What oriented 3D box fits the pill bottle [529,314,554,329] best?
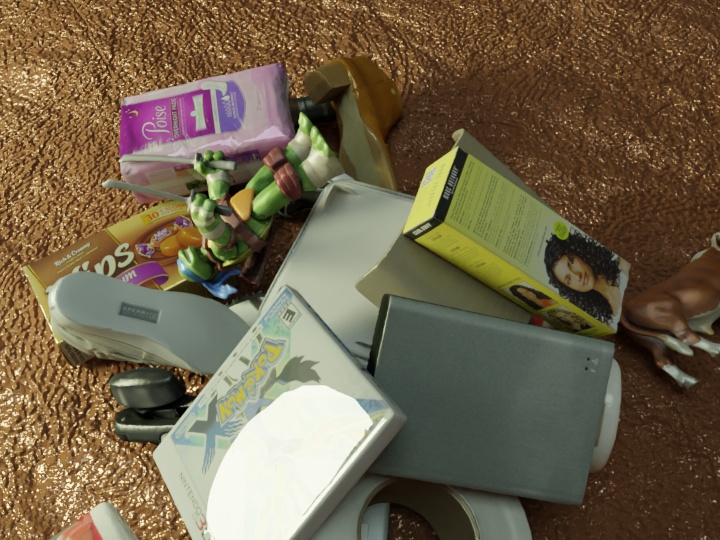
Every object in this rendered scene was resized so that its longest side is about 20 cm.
[{"bbox_3d":[0.107,0.010,0.793,0.199,0.114,0.114,15,57,11],"label":"pill bottle"}]

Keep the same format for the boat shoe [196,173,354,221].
[{"bbox_3d":[-0.103,-0.089,0.892,0.199,0.070,0.066,11,64,9],"label":"boat shoe"}]

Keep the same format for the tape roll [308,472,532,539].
[{"bbox_3d":[0.039,0.230,0.623,0.202,0.071,0.203,10,54,-14],"label":"tape roll"}]

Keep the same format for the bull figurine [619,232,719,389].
[{"bbox_3d":[0.367,0.035,0.801,0.200,0.065,0.122,-27,56,-16],"label":"bull figurine"}]

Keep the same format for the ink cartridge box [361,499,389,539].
[{"bbox_3d":[-0.051,0.181,0.717,0.162,0.050,0.201,4,59,2],"label":"ink cartridge box"}]

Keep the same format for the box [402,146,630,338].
[{"bbox_3d":[0.138,-0.018,0.647,0.200,0.050,0.075,29,63,-17],"label":"box"}]

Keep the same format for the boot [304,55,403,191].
[{"bbox_3d":[0.021,-0.178,0.945,0.144,0.071,0.202,-31,93,-52],"label":"boot"}]

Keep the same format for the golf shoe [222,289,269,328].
[{"bbox_3d":[-0.060,0.076,0.763,0.199,0.078,0.095,1,45,4],"label":"golf shoe"}]

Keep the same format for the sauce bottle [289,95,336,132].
[{"bbox_3d":[-0.129,-0.187,0.961,0.199,0.065,0.065,-14,57,-11],"label":"sauce bottle"}]

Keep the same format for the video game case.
[{"bbox_3d":[-0.077,0.136,0.615,0.200,0.022,0.182,-51,45,5],"label":"video game case"}]

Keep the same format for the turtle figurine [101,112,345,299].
[{"bbox_3d":[-0.128,-0.091,0.731,0.194,0.144,0.200,-36,87,1],"label":"turtle figurine"}]

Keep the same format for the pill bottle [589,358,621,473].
[{"bbox_3d":[0.134,0.118,0.720,0.199,0.111,0.111,10,56,8],"label":"pill bottle"}]

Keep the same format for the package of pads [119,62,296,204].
[{"bbox_3d":[-0.170,-0.156,0.860,0.199,0.076,0.121,-12,59,1],"label":"package of pads"}]

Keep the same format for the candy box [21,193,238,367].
[{"bbox_3d":[-0.251,0.006,0.834,0.200,0.057,0.117,-27,59,-18],"label":"candy box"}]

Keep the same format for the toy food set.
[{"bbox_3d":[0.098,-0.018,0.691,0.143,0.060,0.200,40,60,-12],"label":"toy food set"}]

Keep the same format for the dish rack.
[{"bbox_3d":[0.000,0.000,0.726,0.171,0.044,0.200,18,69,21],"label":"dish rack"}]

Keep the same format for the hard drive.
[{"bbox_3d":[0.100,0.107,0.621,0.199,0.033,0.140,12,90,-12],"label":"hard drive"}]

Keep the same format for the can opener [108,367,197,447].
[{"bbox_3d":[-0.148,0.138,0.713,0.199,0.079,0.064,1,51,20],"label":"can opener"}]

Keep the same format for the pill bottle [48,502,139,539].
[{"bbox_3d":[-0.260,0.291,0.606,0.200,0.111,0.111,-35,62,-21],"label":"pill bottle"}]

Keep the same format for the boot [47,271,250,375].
[{"bbox_3d":[-0.204,0.060,0.745,0.199,0.096,0.074,22,64,-15],"label":"boot"}]
